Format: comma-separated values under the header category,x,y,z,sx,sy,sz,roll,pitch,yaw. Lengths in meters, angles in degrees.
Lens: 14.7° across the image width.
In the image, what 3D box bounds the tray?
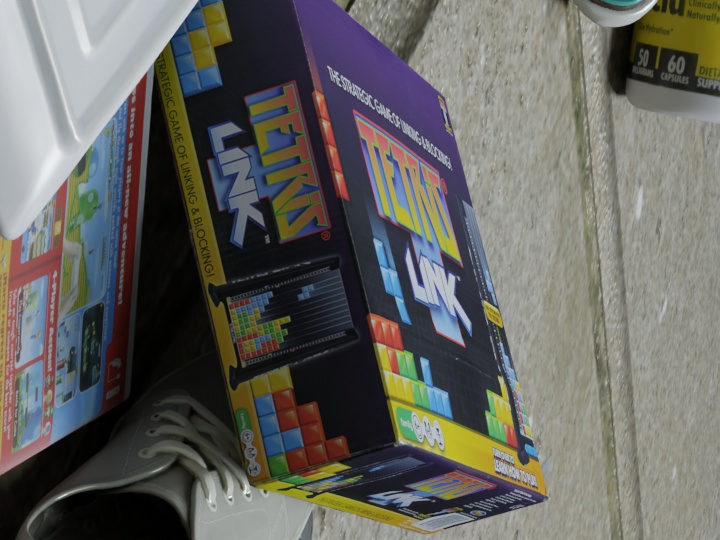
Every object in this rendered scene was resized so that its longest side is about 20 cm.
category,x,y,z,sx,sy,sz,roll,pitch,yaw
tray,-0.069,-0.106,0.813,0.200,0.022,0.108,-61,143,-51

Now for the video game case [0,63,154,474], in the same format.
category,x,y,z,sx,sy,sz,roll,pitch,yaw
video game case,-0.112,-0.005,0.809,0.200,0.017,0.143,-31,129,-65

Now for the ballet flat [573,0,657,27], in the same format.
category,x,y,z,sx,sy,sz,roll,pitch,yaw
ballet flat,0.143,-0.212,1.377,0.069,0.069,0.201,43,64,-68

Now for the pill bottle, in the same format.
category,x,y,z,sx,sy,sz,roll,pitch,yaw
pill bottle,0.209,-0.180,1.494,0.111,0.111,0.201,-13,112,-70

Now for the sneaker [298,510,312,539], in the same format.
category,x,y,z,sx,sy,sz,roll,pitch,yaw
sneaker,-0.061,0.172,0.997,0.104,0.060,0.200,63,46,-63

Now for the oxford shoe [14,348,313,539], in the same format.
category,x,y,z,sx,sy,sz,roll,pitch,yaw
oxford shoe,-0.059,0.074,0.911,0.200,0.075,0.058,-44,167,-54

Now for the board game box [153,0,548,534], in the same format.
category,x,y,z,sx,sy,sz,roll,pitch,yaw
board game box,0.000,0.000,0.973,0.200,0.057,0.166,28,47,-71
